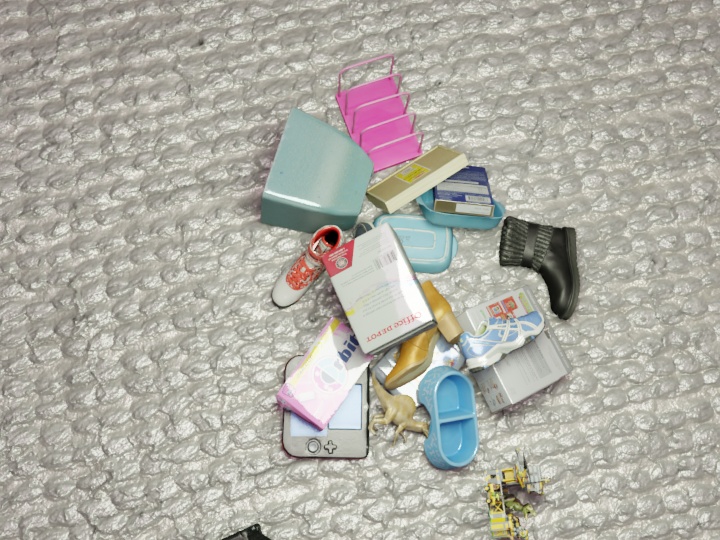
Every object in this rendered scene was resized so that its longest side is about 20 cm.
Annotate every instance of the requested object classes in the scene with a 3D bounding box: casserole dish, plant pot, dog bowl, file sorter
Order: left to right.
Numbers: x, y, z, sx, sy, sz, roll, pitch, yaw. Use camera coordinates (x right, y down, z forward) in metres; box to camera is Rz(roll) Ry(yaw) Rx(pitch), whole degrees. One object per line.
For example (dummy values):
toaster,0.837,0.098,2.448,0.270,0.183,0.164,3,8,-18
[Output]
plant pot,-0.083,-0.181,1.592,0.197,0.196,0.199,19,76,-4
file sorter,0.042,-0.337,1.660,0.137,0.126,0.203,-19,77,-6
casserole dish,0.108,-0.062,1.629,0.196,0.039,0.123,5,75,1
dog bowl,0.178,0.288,1.513,0.110,0.049,0.204,-4,87,-24
casserole dish,0.206,-0.126,1.618,0.196,0.122,0.039,5,119,-13

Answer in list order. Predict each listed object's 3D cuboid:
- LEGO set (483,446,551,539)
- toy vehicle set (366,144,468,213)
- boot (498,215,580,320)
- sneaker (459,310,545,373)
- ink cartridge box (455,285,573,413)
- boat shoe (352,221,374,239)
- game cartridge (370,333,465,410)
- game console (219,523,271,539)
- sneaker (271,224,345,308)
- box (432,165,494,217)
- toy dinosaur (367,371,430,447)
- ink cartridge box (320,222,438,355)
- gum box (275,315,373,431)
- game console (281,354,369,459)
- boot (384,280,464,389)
LEGO set,0.302,0.427,1.439,0.114,0.200,0.156,-11,61,14
toy vehicle set,0.115,-0.195,1.631,0.198,0.124,0.027,-33,116,-8
boot,0.364,-0.005,1.603,0.155,0.080,0.215,7,65,-6
sneaker,0.271,0.117,1.460,0.198,0.076,0.078,-26,84,-30
ink cartridge box,0.301,0.154,1.550,0.173,0.084,0.202,-19,76,-28
boat shoe,0.000,0.000,1.586,0.061,0.074,0.204,0,91,-38
game cartridge,0.133,0.181,1.577,0.133,0.042,0.200,42,79,13
game console,-0.203,0.528,1.396,0.173,0.200,0.118,-23,76,-7
sneaker,-0.110,-0.013,1.583,0.201,0.108,0.067,-43,80,-11
box,0.211,-0.172,1.620,0.119,0.033,0.201,6,31,1
toy dinosaur,0.059,0.279,1.524,0.101,0.058,0.200,-44,109,2
ink cartridge box,0.040,0.041,1.457,0.144,0.145,0.203,-25,78,6
gum box,-0.069,0.208,1.522,0.113,0.066,0.201,35,74,2
game console,-0.068,0.272,1.552,0.173,0.031,0.204,1,76,-1
boot,0.098,0.126,1.547,0.200,0.071,0.145,-39,63,4
